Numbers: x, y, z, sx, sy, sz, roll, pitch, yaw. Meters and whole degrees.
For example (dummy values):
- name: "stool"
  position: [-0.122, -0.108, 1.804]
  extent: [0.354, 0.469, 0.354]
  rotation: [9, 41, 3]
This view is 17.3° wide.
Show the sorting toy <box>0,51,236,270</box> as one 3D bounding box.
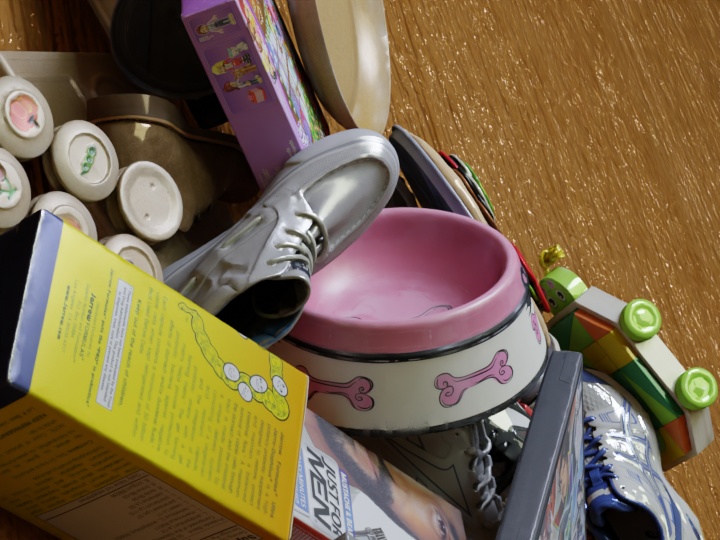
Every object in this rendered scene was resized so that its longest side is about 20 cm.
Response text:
- name: "sorting toy"
  position: [-0.160, -0.066, 1.564]
  extent: [0.186, 0.036, 0.200]
  rotation: [56, 19, 12]

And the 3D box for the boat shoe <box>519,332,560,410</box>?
- name: "boat shoe"
  position: [0.100, 0.042, 1.823]
  extent: [0.063, 0.073, 0.200]
  rotation: [43, 16, -29]

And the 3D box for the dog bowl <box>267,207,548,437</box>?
- name: "dog bowl"
  position: [0.023, 0.027, 1.547]
  extent: [0.200, 0.198, 0.074]
  rotation: [-76, 163, -62]

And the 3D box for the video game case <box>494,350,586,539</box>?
- name: "video game case"
  position: [0.119, 0.184, 1.525]
  extent: [0.200, 0.025, 0.182]
  rotation: [-67, 157, -52]

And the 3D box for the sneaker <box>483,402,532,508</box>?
- name: "sneaker"
  position: [0.091, 0.123, 1.687]
  extent: [0.200, 0.071, 0.098]
  rotation: [39, 24, -29]

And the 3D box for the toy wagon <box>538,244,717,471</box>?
- name: "toy wagon"
  position: [0.200, 0.070, 1.891]
  extent: [0.040, 0.155, 0.200]
  rotation: [-38, 88, -25]

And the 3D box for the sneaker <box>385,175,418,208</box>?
- name: "sneaker"
  position: [0.016, -0.011, 1.751]
  extent: [0.201, 0.074, 0.079]
  rotation: [51, 28, 1]

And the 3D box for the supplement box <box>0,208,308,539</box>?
- name: "supplement box"
  position: [-0.137, 0.074, 1.266]
  extent: [0.200, 0.108, 0.110]
  rotation: [35, 47, -34]

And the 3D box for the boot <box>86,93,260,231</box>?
- name: "boot"
  position: [-0.118, -0.056, 1.522]
  extent: [0.200, 0.073, 0.076]
  rotation: [18, 67, -66]

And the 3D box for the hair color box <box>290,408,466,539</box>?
- name: "hair color box"
  position: [-0.017, 0.157, 1.452]
  extent: [0.200, 0.064, 0.111]
  rotation: [37, 27, -33]

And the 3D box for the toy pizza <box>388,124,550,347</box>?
- name: "toy pizza"
  position: [0.085, -0.025, 1.703]
  extent: [0.201, 0.032, 0.200]
  rotation: [57, -3, 5]

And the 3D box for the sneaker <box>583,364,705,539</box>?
- name: "sneaker"
  position: [0.196, 0.158, 1.823]
  extent: [0.201, 0.075, 0.088]
  rotation: [56, 24, 14]

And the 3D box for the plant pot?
- name: "plant pot"
  position: [-0.019, -0.188, 1.644]
  extent: [0.200, 0.027, 0.202]
  rotation: [-9, 90, -76]

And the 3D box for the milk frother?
- name: "milk frother"
  position: [-0.096, -0.225, 1.668]
  extent: [0.181, 0.200, 0.188]
  rotation: [46, 7, -41]

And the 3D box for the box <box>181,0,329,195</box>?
- name: "box"
  position: [-0.065, -0.126, 1.533]
  extent: [0.137, 0.039, 0.201]
  rotation: [-97, 166, -51]

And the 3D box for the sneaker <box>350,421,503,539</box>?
- name: "sneaker"
  position: [0.056, 0.141, 1.579]
  extent: [0.201, 0.087, 0.074]
  rotation: [54, 21, 3]

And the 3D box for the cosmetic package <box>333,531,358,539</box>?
- name: "cosmetic package"
  position: [0.033, 0.252, 1.376]
  extent: [0.200, 0.090, 0.107]
  rotation: [38, 29, -34]

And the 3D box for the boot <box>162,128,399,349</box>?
- name: "boot"
  position: [-0.042, -0.005, 1.458]
  extent: [0.074, 0.200, 0.096]
  rotation: [54, -8, -29]

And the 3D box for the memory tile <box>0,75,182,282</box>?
- name: "memory tile"
  position: [-0.178, -0.002, 1.352]
  extent: [0.153, 0.017, 0.201]
  rotation: [36, 51, -32]
